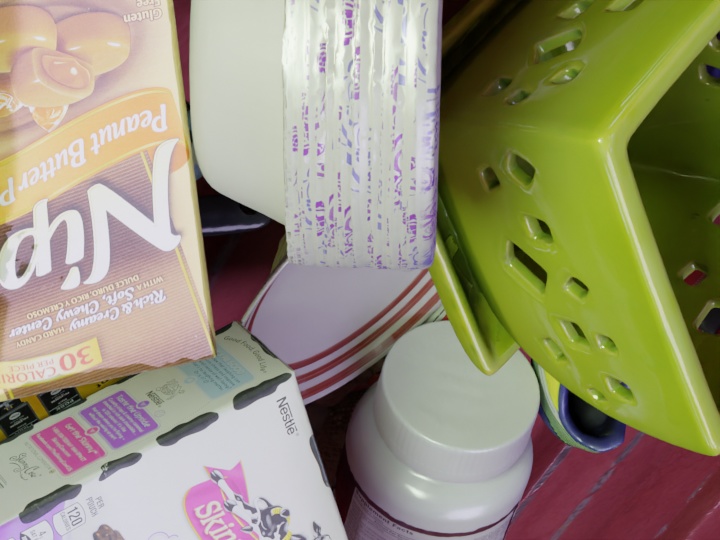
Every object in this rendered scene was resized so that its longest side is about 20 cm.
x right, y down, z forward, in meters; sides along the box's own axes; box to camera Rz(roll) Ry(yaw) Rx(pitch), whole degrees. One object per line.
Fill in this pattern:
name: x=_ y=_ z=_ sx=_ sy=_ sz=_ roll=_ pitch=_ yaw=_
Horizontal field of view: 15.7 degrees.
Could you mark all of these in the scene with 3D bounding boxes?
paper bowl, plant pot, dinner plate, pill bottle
paper bowl: x=-0.016 y=-0.102 z=1.104 sx=0.104 sy=0.202 sz=0.201 roll=3 pitch=154 yaw=3
plant pot: x=0.129 y=-0.055 z=1.284 sx=0.199 sy=0.181 sz=0.201 roll=-46 pitch=128 yaw=-31
dinner plate: x=0.000 y=0.000 z=1.389 sx=0.200 sy=0.024 sz=0.200 roll=-37 pitch=158 yaw=-18
pill bottle: x=0.039 y=0.124 z=1.521 sx=0.109 sy=0.110 sz=0.200 roll=-21 pitch=148 yaw=-26

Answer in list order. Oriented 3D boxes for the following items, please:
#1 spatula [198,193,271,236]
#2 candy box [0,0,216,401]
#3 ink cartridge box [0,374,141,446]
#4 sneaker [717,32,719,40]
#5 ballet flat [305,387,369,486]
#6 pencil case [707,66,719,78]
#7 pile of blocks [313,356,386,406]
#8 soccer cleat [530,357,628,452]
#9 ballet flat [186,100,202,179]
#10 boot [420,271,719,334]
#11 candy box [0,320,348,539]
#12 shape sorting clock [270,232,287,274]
spatula: x=-0.138 y=-0.014 z=1.197 sx=0.199 sy=0.057 sz=0.021 roll=-9 pitch=150 yaw=-6
candy box: x=-0.129 y=-0.047 z=1.088 sx=0.115 sy=0.055 sz=0.201 roll=-11 pitch=123 yaw=-8
ink cartridge box: x=-0.184 y=0.043 z=1.291 sx=0.199 sy=0.084 sz=0.176 roll=-31 pitch=157 yaw=-6
sneaker: x=0.188 y=-0.151 z=1.370 sx=0.200 sy=0.096 sz=0.079 roll=-39 pitch=155 yaw=13
ballet flat: x=-0.049 y=0.127 z=1.644 sx=0.200 sy=0.065 sz=0.071 roll=-49 pitch=-165 yaw=36
pencil case: x=0.293 y=-0.130 z=1.564 sx=0.199 sy=0.078 sz=0.087 roll=-24 pitch=179 yaw=-21
pile of blocks: x=0.035 y=0.044 z=1.597 sx=0.199 sy=0.062 sz=0.082 roll=-27 pitch=156 yaw=-13
soccer cleat: x=0.125 y=0.007 z=1.449 sx=0.064 sy=0.084 sz=0.201 roll=-12 pitch=114 yaw=-14
ballet flat: x=-0.140 y=-0.062 z=1.169 sx=0.199 sy=0.074 sz=0.074 roll=-17 pitch=152 yaw=-37
boot: x=0.135 y=0.023 z=1.536 sx=0.200 sy=0.145 sz=0.072 roll=-30 pitch=169 yaw=-33
candy box: x=-0.109 y=0.147 z=1.295 sx=0.199 sy=0.072 sz=0.168 roll=-28 pitch=121 yaw=-17
shape sorting clock: x=0.028 y=-0.040 z=1.452 sx=0.200 sy=0.039 sz=0.200 roll=-37 pitch=159 yaw=-16
